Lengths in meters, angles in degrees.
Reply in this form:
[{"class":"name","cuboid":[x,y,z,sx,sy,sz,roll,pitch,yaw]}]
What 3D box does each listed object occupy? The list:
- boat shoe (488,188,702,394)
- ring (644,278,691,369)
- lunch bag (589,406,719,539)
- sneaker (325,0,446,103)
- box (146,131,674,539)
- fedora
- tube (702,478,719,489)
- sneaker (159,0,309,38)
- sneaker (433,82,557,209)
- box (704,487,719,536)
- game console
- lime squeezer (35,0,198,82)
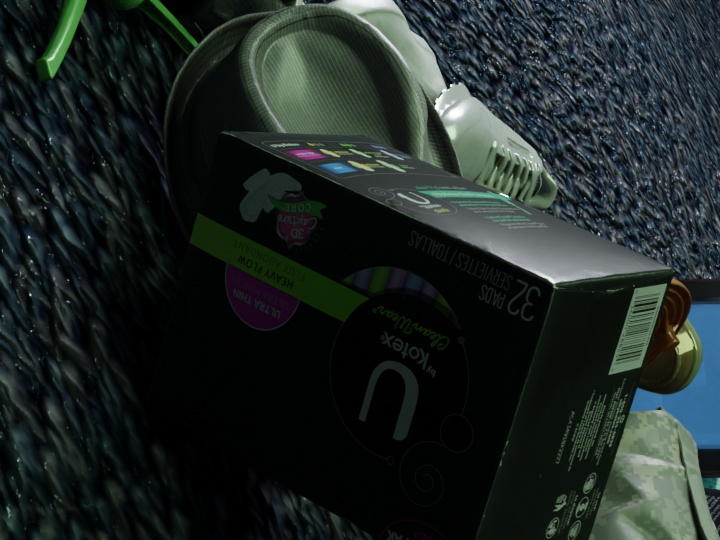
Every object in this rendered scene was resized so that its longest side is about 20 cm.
[{"class":"boat shoe","cuboid":[0.129,0.018,1.275,0.200,0.073,0.063,39,30,19]},{"class":"ring","cuboid":[0.115,0.071,1.166,0.200,0.200,0.019,17,38,-60]},{"class":"lunch bag","cuboid":[0.131,0.188,1.100,0.139,0.167,0.201,40,29,-39]},{"class":"sneaker","cuboid":[0.019,-0.137,1.389,0.200,0.073,0.085,14,48,-63]},{"class":"box","cuboid":[0.021,0.033,0.941,0.199,0.150,0.124,25,16,31]},{"class":"fedora","cuboid":[-0.017,-0.067,1.086,0.176,0.090,0.201,-16,76,-21]},{"class":"tube","cuboid":[0.223,0.217,1.346,0.077,0.050,0.201,34,63,-38]},{"class":"sneaker","cuboid":[-0.083,-0.171,1.220,0.067,0.090,0.201,54,-12,35]},{"class":"sneaker","cuboid":[0.091,-0.081,1.424,0.080,0.077,0.200,36,11,16]},{"class":"box","cuboid":[0.257,0.247,1.221,0.123,0.198,0.200,-45,112,-23]},{"class":"game console","cuboid":[0.187,0.042,1.359,0.172,0.118,0.201,46,30,-28]},{"class":"lime squeezer","cuboid":[-0.137,-0.151,1.113,0.071,0.038,0.200,61,21,2]}]
